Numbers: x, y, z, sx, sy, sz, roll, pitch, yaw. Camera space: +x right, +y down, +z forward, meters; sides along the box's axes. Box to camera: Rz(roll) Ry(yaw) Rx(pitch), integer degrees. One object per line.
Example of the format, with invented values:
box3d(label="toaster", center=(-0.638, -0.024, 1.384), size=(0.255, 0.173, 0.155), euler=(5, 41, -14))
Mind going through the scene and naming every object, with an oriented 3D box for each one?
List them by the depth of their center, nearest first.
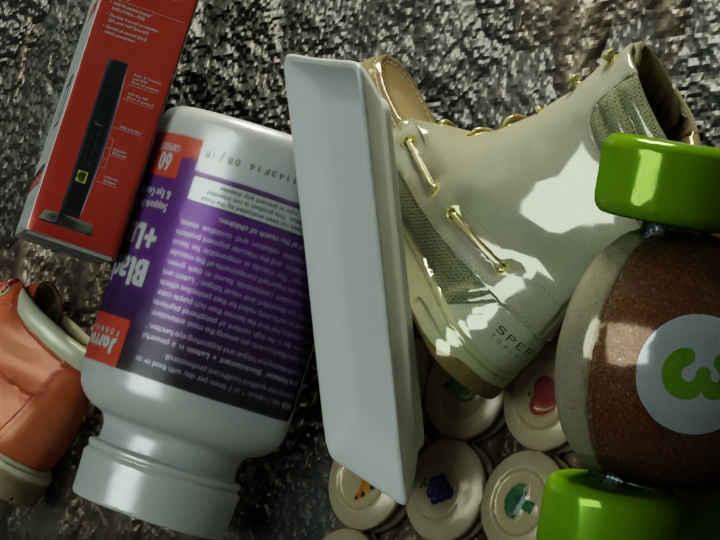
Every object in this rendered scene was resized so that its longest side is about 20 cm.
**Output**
box3d(label="toy car", center=(0.188, 0.046, 0.797), size=(0.199, 0.157, 0.166), euler=(13, 96, 32))
box3d(label="tray", center=(0.000, 0.000, 0.968), size=(0.107, 0.022, 0.202), euler=(-160, 62, -68))
box3d(label="boot", center=(0.075, -0.059, 0.977), size=(0.154, 0.072, 0.201), euler=(-39, 49, 21))
box3d(label="memory tile", center=(0.036, 0.129, 0.984), size=(0.152, 0.017, 0.202), euler=(5, 79, 43))
box3d(label="pill bottle", center=(-0.077, 0.028, 1.054), size=(0.111, 0.111, 0.202), euler=(14, 85, 43))
box3d(label="router box", center=(-0.134, -0.097, 1.118), size=(0.200, 0.048, 0.181), euler=(-177, 105, -80))
box3d(label="boot", center=(-0.222, 0.038, 1.215), size=(0.200, 0.075, 0.108), euler=(39, 99, 34))
